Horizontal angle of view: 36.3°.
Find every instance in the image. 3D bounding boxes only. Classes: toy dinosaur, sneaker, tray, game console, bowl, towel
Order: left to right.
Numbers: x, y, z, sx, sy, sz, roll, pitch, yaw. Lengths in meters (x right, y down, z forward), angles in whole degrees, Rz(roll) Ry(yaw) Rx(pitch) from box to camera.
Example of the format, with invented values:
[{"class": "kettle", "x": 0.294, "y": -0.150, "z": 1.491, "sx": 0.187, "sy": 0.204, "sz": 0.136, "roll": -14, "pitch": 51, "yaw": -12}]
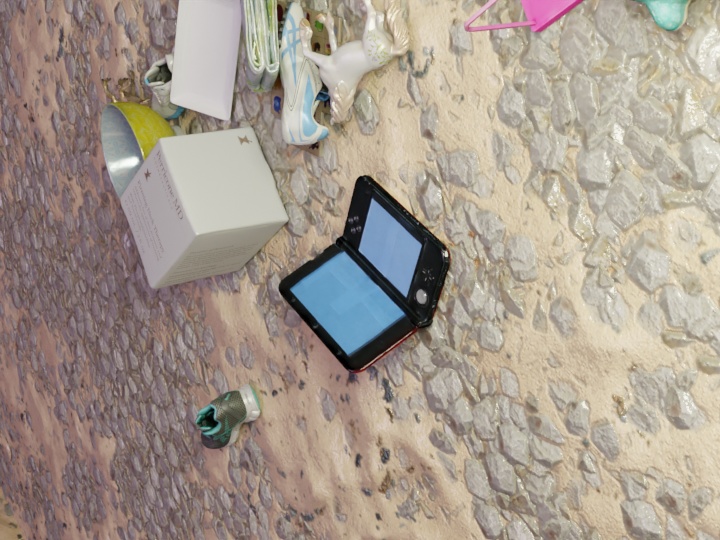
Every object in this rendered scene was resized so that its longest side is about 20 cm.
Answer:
[{"class": "toy dinosaur", "x": -0.437, "y": -0.301, "z": 2.007, "sx": 0.200, "sy": 0.058, "sz": 0.102, "roll": -18, "pitch": 87, "yaw": 56}, {"class": "bowl", "x": -0.354, "y": -0.198, "z": 1.868, "sx": 0.200, "sy": 0.107, "sz": 0.201, "roll": 38, "pitch": 138, "yaw": 45}, {"class": "sneaker", "x": -0.324, "y": -0.311, "z": 1.818, "sx": 0.200, "sy": 0.086, "sz": 0.075, "roll": -41, "pitch": 69, "yaw": 54}, {"class": "tray", "x": -0.236, "y": -0.340, "z": 1.708, "sx": 0.107, "sy": 0.022, "sz": 0.201, "roll": 20, "pitch": 123, "yaw": 12}, {"class": "sneaker", "x": -0.249, "y": 0.256, "z": 1.886, "sx": 0.078, "sy": 0.091, "sz": 0.200, "roll": 64, "pitch": 143, "yaw": 20}, {"class": "towel", "x": -0.141, "y": -0.341, "z": 1.509, "sx": 0.200, "sy": 0.048, "sz": 0.172, "roll": -164, "pitch": 72, "yaw": -83}, {"class": "sneaker", "x": -0.078, "y": -0.268, "z": 1.501, "sx": 0.072, "sy": 0.072, "sz": 0.201, "roll": 118, "pitch": 148, "yaw": -80}, {"class": "game console", "x": 0.000, "y": 0.000, "z": 1.426, "sx": 0.200, "sy": 0.118, "sz": 0.173, "roll": 45, "pitch": 135, "yaw": 37}]

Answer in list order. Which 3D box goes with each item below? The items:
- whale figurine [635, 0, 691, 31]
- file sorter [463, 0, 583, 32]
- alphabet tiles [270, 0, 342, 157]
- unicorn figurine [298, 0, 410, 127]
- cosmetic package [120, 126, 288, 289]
[{"class": "whale figurine", "x": 0.279, "y": -0.283, "z": 0.950, "sx": 0.200, "sy": 0.103, "sz": 0.160, "roll": 42, "pitch": 132, "yaw": 40}, {"class": "file sorter", "x": 0.147, "y": -0.357, "z": 1.096, "sx": 0.139, "sy": 0.125, "sz": 0.201, "roll": -30, "pitch": 76, "yaw": 55}, {"class": "alphabet tiles", "x": -0.079, "y": -0.268, "z": 1.552, "sx": 0.167, "sy": 0.008, "sz": 0.201, "roll": 29, "pitch": 123, "yaw": 47}, {"class": "unicorn figurine", "x": -0.015, "y": -0.270, "z": 1.396, "sx": 0.200, "sy": 0.074, "sz": 0.138, "roll": -22, "pitch": 93, "yaw": 50}, {"class": "cosmetic package", "x": -0.246, "y": -0.096, "z": 1.704, "sx": 0.200, "sy": 0.166, "sz": 0.168, "roll": -41, "pitch": 67, "yaw": 51}]
